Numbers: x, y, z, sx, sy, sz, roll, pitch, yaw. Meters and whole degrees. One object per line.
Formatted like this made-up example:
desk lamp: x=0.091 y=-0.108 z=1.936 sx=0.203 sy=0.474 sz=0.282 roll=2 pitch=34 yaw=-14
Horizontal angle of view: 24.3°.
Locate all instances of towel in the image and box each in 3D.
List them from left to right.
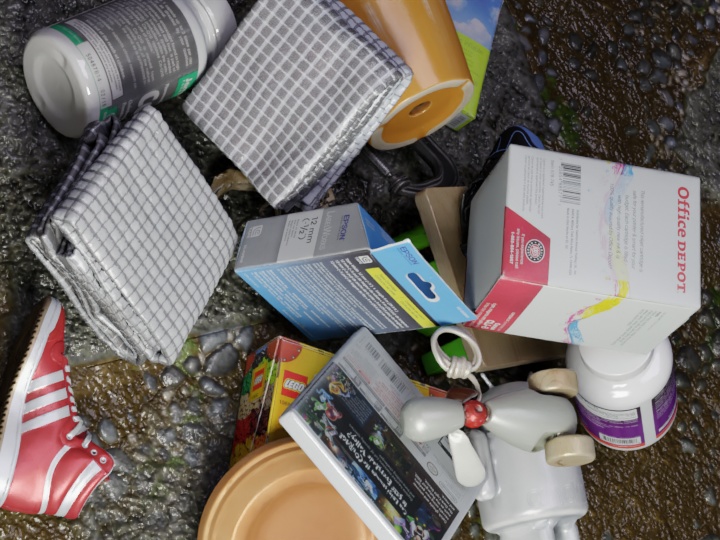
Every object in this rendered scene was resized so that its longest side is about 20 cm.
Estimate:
towel: x=-0.217 y=-0.032 z=1.580 sx=0.200 sy=0.086 sz=0.166 roll=57 pitch=48 yaw=-37
towel: x=-0.068 y=-0.174 z=1.662 sx=0.166 sy=0.200 sz=0.086 roll=43 pitch=20 yaw=9

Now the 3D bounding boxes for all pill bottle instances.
pill bottle: x=-0.227 y=-0.218 z=1.672 sx=0.200 sy=0.113 sz=0.113 roll=-30 pitch=88 yaw=-35
pill bottle: x=0.280 y=0.112 z=1.790 sx=0.112 sy=0.200 sz=0.113 roll=-5 pitch=64 yaw=10

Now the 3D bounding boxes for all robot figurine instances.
robot figurine: x=0.173 y=0.203 z=1.749 sx=0.170 sy=0.113 sz=0.200 roll=6 pitch=67 yaw=-47

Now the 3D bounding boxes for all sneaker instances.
sneaker: x=-0.274 y=0.130 z=1.533 sx=0.112 sy=0.071 sz=0.200 roll=19 pitch=70 yaw=-20
sneaker: x=0.148 y=-0.083 z=1.769 sx=0.078 sy=0.070 sz=0.200 roll=38 pitch=46 yaw=-37

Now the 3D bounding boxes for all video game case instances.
video game case: x=0.026 y=0.171 z=1.596 sx=0.200 sy=0.023 sz=0.182 roll=51 pitch=33 yaw=-5

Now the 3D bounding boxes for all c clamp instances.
c clamp: x=0.011 y=-0.141 z=1.809 sx=0.200 sy=0.027 sz=0.171 roll=43 pitch=35 yaw=12

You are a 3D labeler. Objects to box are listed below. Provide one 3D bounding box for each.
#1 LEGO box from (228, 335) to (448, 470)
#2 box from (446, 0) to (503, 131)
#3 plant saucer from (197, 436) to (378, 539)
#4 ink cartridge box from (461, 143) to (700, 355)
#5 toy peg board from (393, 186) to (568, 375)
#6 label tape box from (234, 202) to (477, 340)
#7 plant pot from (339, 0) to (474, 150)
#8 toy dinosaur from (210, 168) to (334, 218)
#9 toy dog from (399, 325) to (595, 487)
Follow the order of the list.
LEGO box: x=-0.021 y=0.171 z=1.666 sx=0.200 sy=0.077 sz=0.149 roll=20 pitch=62 yaw=-23
box: x=0.094 y=-0.275 z=1.928 sx=0.122 sy=0.048 sz=0.200 roll=27 pitch=60 yaw=-21
plant saucer: x=-0.054 y=0.255 z=1.577 sx=0.200 sy=0.037 sz=0.200 roll=-5 pitch=103 yaw=-20
ink cartridge box: x=0.217 y=-0.017 z=1.637 sx=0.200 sy=0.145 sz=0.145 roll=10 pitch=66 yaw=-9
toy peg board: x=0.129 y=0.017 z=1.824 sx=0.199 sy=0.098 sz=0.200 roll=-5 pitch=73 yaw=-49
label tape box: x=0.000 y=0.000 z=1.628 sx=0.143 sy=0.200 sz=0.066 roll=45 pitch=46 yaw=-43
plant pot: x=0.023 y=-0.236 z=1.757 sx=0.200 sy=0.200 sz=0.183 roll=-18 pitch=70 yaw=-35
toy dinosaur: x=-0.067 y=-0.107 z=1.759 sx=0.200 sy=0.058 sz=0.101 roll=-32 pitch=89 yaw=-36
toy dog: x=0.131 y=0.149 z=1.637 sx=0.200 sy=0.096 sz=0.132 roll=20 pitch=60 yaw=-10
